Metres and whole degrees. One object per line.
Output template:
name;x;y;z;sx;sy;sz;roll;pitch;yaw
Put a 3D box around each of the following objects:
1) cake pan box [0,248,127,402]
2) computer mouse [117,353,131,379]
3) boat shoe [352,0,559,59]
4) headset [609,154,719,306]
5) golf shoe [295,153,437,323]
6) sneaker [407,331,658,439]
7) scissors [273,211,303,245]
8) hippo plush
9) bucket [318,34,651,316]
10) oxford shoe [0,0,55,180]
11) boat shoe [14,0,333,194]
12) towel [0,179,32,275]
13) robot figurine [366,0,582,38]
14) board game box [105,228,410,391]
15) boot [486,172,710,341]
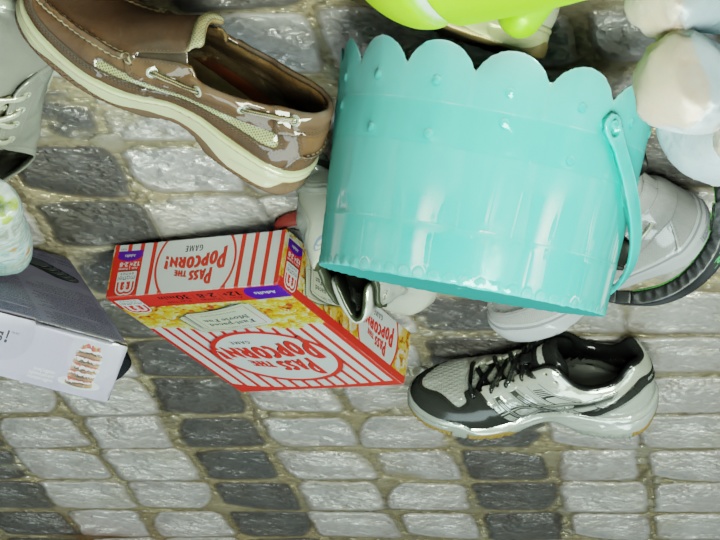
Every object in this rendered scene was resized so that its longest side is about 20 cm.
cake pan box;-0.279;0.017;1.641;0.199;0.053;0.184;16;-169;-27
computer mouse;-0.285;0.067;1.895;0.198;0.034;0.059;7;156;-6
boat shoe;0.023;-0.177;1.307;0.199;0.064;0.073;19;-179;-17
headset;0.150;-0.044;1.512;0.199;0.125;0.094;9;179;25
golf shoe;0.000;0.000;1.606;0.078;0.098;0.200;-6;152;21
sneaker;0.134;0.080;1.838;0.198;0.076;0.088;-2;139;5
scissors;0.010;-0.049;1.629;0.073;0.014;0.200;20;150;-26
hippo plush;0.225;-0.132;1.314;0.200;0.160;0.161;-37;177;-8
bucket;0.072;-0.052;1.389;0.206;0.136;0.207;10;178;0
oxford shoe;-0.229;-0.113;1.471;0.075;0.058;0.200;9;153;-7
boat shoe;-0.104;-0.129;1.379;0.201;0.075;0.075;29;133;-6
towel;-0.314;-0.052;1.536;0.199;0.048;0.171;18;172;-1
robot figurine;0.072;-0.188;1.193;0.199;0.116;0.176;-9;146;27
board game box;-0.073;0.034;1.763;0.151;0.047;0.200;-5;155;29
boot;0.140;-0.020;1.618;0.095;0.074;0.199;30;137;-33
